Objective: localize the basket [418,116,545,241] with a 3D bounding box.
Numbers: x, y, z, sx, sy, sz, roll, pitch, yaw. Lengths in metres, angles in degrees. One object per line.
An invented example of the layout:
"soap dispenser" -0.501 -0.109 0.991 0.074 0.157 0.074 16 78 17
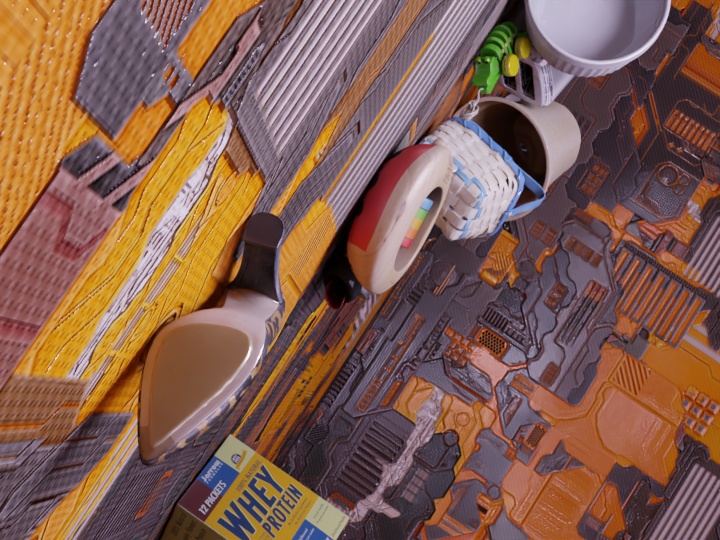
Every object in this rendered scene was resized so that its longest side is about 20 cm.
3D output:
"basket" 0.157 -0.138 1.502 0.199 0.176 0.140 -27 155 -42

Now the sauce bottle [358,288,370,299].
"sauce bottle" 0.048 -0.048 1.585 0.201 0.066 0.066 -58 176 -16

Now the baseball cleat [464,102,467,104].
"baseball cleat" 0.199 -0.208 1.832 0.070 0.106 0.200 -48 170 -30

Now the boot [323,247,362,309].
"boot" 0.000 0.000 1.401 0.145 0.072 0.200 -56 167 -13

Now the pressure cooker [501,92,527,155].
"pressure cooker" 0.383 -0.334 2.522 0.178 0.177 0.200 -29 165 -18

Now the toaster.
"toaster" 0.277 -0.346 1.604 0.130 0.113 0.200 -53 158 -12

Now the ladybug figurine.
"ladybug figurine" 0.044 -0.071 1.260 0.201 0.072 0.136 -61 162 3

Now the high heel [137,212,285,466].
"high heel" -0.102 0.073 0.743 0.143 0.071 0.201 105 9 -56

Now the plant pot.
"plant pot" 0.266 -0.201 1.728 0.183 0.200 0.201 -25 153 -48

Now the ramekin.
"ramekin" 0.323 -0.367 1.466 0.201 0.199 0.105 -56 174 -7

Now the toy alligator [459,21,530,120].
"toy alligator" 0.182 -0.291 1.456 0.201 0.059 0.055 -55 135 -32

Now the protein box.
"protein box" -0.156 0.373 1.434 0.135 0.199 0.199 -52 173 -45
